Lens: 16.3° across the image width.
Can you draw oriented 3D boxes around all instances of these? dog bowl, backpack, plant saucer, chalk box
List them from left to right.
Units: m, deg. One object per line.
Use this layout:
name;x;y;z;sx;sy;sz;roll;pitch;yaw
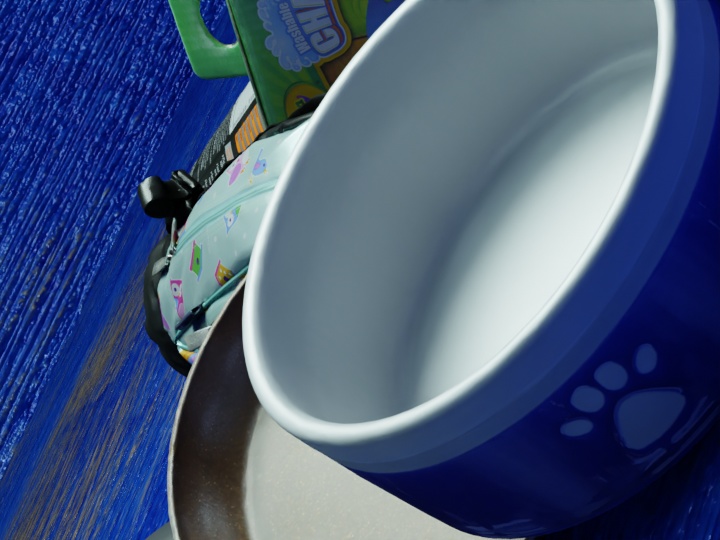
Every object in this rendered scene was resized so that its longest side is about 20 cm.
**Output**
backpack;0.000;0.000;1.109;0.200;0.166;0.127;142;130;-63
chalk box;0.004;-0.133;1.188;0.199;0.125;0.124;-13;27;13
plant saucer;0.015;0.054;0.943;0.200;0.034;0.201;-20;53;30
dog bowl;0.054;-0.015;0.842;0.200;0.079;0.201;-36;36;32

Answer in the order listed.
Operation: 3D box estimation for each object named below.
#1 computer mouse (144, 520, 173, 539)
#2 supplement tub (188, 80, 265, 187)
computer mouse;-0.104;0.216;1.130;0.141;0.046;0.201;-98;15;-71
supplement tub;-0.011;-0.071;1.396;0.200;0.122;0.123;-50;15;48
